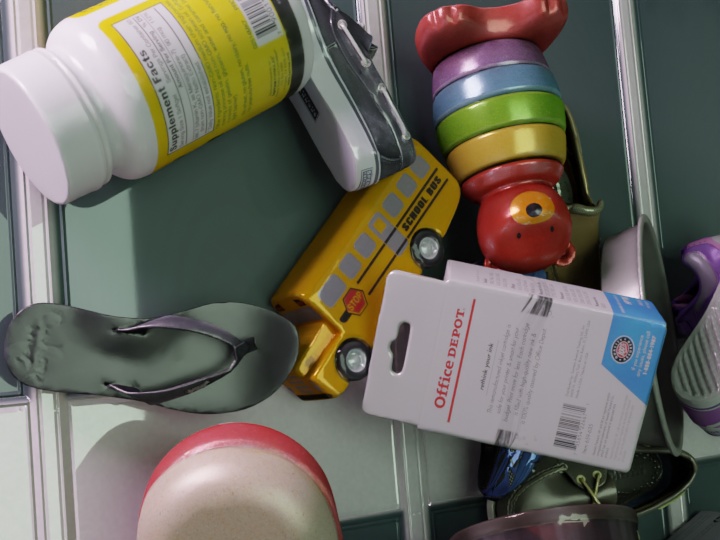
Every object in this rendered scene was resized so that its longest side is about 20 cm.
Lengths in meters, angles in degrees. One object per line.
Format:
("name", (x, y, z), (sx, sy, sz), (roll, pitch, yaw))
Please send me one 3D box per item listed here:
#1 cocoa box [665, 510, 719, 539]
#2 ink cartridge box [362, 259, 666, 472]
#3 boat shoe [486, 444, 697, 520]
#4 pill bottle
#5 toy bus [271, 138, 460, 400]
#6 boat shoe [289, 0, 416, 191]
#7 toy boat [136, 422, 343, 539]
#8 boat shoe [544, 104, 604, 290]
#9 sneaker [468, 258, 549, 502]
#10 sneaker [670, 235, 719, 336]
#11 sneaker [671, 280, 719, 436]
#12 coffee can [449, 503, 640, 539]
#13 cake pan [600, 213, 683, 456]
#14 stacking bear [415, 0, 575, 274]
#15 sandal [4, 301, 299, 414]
("cocoa box", (0.299, 0.313, 0.917), (0.199, 0.133, 0.132), (-26, 97, -30))
("ink cartridge box", (0.109, 0.064, 0.798), (0.198, 0.067, 0.117), (12, 105, 3))
("boat shoe", (0.197, 0.182, 0.918), (0.200, 0.060, 0.073), (-9, 88, -30))
("pill bottle", (-0.139, -0.132, 0.735), (0.199, 0.114, 0.115), (-33, 100, -28))
("toy bus", (0.000, 0.000, 0.825), (0.078, 0.065, 0.201), (42, 66, -18))
("boat shoe", (-0.021, -0.159, 0.812), (0.067, 0.072, 0.201), (-23, 78, -23))
("toy boat", (-0.074, 0.182, 0.734), (0.129, 0.131, 0.202), (-7, 122, 0))
("boat shoe", (0.174, -0.042, 0.924), (0.071, 0.076, 0.202), (-19, 94, -31))
("sneaker", (0.104, 0.084, 0.881), (0.078, 0.075, 0.202), (6, 75, -16))
("sneaker", (0.332, 0.054, 1.008), (0.087, 0.081, 0.203), (-2, 106, 11))
("sneaker", (0.345, 0.052, 0.935), (0.201, 0.073, 0.114), (-49, 135, -4))
("coffee can", (0.152, 0.288, 0.798), (0.145, 0.146, 0.202), (6, 62, -29))
("cake pan", (0.237, 0.055, 0.914), (0.200, 0.036, 0.203), (-8, 90, -69))
("stacking bear", (0.116, -0.096, 0.861), (0.120, 0.114, 0.202), (-8, 77, -10))
("sandal", (-0.135, 0.060, 0.730), (0.198, 0.043, 0.077), (1, 89, -17))
